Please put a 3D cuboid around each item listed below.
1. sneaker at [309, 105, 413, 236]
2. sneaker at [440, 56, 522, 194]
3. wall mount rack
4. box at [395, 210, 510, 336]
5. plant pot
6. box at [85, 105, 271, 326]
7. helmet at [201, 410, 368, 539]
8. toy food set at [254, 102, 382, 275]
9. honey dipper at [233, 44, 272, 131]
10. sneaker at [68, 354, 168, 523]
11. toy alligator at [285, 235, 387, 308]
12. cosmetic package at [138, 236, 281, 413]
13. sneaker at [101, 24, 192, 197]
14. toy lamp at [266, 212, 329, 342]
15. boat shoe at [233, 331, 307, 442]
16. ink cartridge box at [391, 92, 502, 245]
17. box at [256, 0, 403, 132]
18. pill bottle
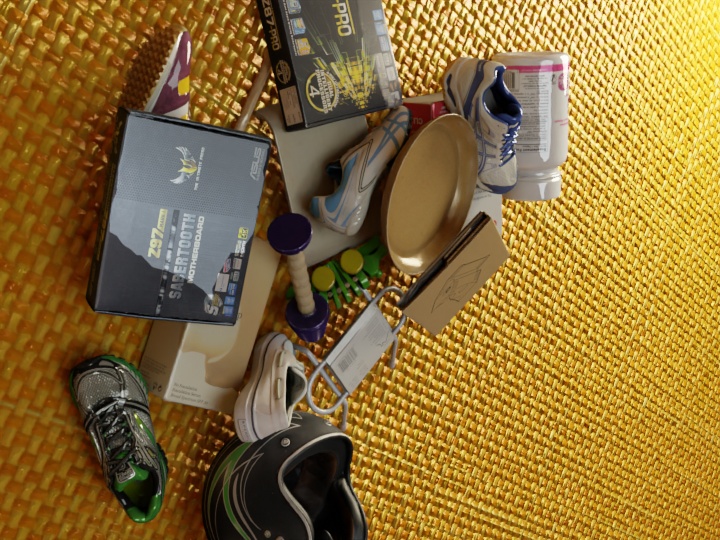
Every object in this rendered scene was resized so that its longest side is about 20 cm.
[{"bbox_3d":[0.005,-0.131,1.167,0.072,0.072,0.202,31,59,-1],"label":"sneaker"},{"bbox_3d":[0.171,-0.178,1.247,0.076,0.087,0.202,-49,128,-27],"label":"sneaker"},{"bbox_3d":[-0.008,0.117,1.279,0.200,0.074,0.175,-48,124,-24],"label":"wall mount rack"},{"bbox_3d":[0.129,0.010,1.306,0.164,0.021,0.200,-47,160,2],"label":"box"},{"bbox_3d":[0.082,-0.095,1.198,0.199,0.027,0.204,-33,133,-44],"label":"plant pot"},{"bbox_3d":[-0.186,-0.052,0.993,0.155,0.051,0.205,8,99,-29],"label":"box"},{"bbox_3d":[-0.093,0.269,1.149,0.197,0.199,0.194,2,63,-43],"label":"helmet"},{"bbox_3d":[-0.052,-0.113,1.198,0.142,0.060,0.204,-22,106,-37],"label":"toy food set"},{"bbox_3d":[-0.135,-0.170,1.117,0.038,0.038,0.204,33,73,-42],"label":"honey dipper"},{"bbox_3d":[-0.251,0.179,1.039,0.077,0.085,0.203,-22,117,-6],"label":"sneaker"},{"bbox_3d":[0.000,0.000,1.224,0.197,0.059,0.055,-30,83,-7],"label":"toy alligator"},{"bbox_3d":[-0.171,0.050,1.107,0.104,0.070,0.204,18,88,-43],"label":"cosmetic package"},{"bbox_3d":[-0.205,-0.154,1.029,0.089,0.074,0.204,15,98,-41],"label":"sneaker"},{"bbox_3d":[-0.070,0.018,1.129,0.058,0.058,0.202,-48,152,-24],"label":"toy lamp"},{"bbox_3d":[-0.092,0.135,1.131,0.201,0.065,0.075,-78,158,-62],"label":"boat shoe"},{"bbox_3d":[0.120,-0.135,1.326,0.142,0.083,0.205,-16,110,-40],"label":"ink cartridge box"},{"bbox_3d":[-0.039,-0.277,1.143,0.159,0.049,0.205,-19,100,-41],"label":"box"},{"bbox_3d":[0.244,-0.209,1.404,0.112,0.112,0.205,-15,111,-39],"label":"pill bottle"}]
